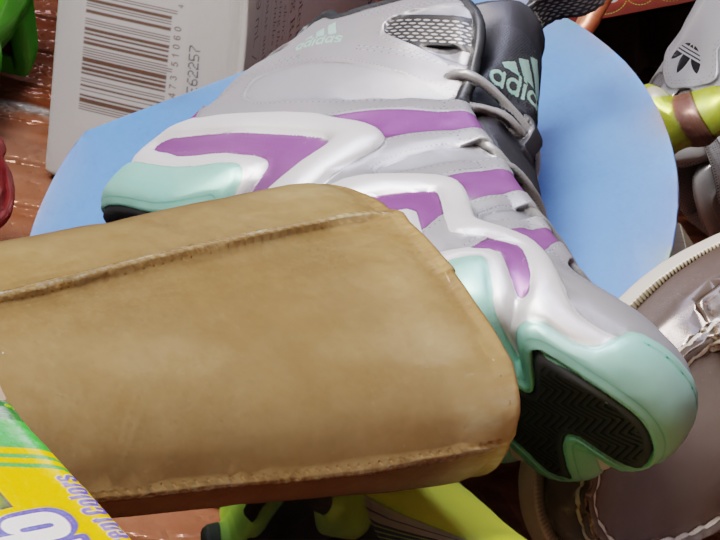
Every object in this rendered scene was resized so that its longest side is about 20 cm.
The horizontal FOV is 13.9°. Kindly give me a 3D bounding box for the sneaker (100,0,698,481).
[{"bbox_3d":[0.036,-0.030,0.820,0.200,0.078,0.140,24,61,35],"label":"sneaker"}]

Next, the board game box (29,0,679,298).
[{"bbox_3d":[0.000,0.000,0.890,0.200,0.039,0.158,-21,49,-1],"label":"board game box"}]

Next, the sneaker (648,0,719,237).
[{"bbox_3d":[0.175,-0.045,1.054,0.200,0.115,0.075,34,7,-36],"label":"sneaker"}]

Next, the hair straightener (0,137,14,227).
[{"bbox_3d":[-0.209,-0.010,0.917,0.200,0.041,0.077,-19,14,-36],"label":"hair straightener"}]

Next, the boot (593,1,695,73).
[{"bbox_3d":[0.187,-0.115,1.225,0.186,0.064,0.200,17,23,23],"label":"boot"}]

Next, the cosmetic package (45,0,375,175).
[{"bbox_3d":[-0.047,-0.105,1.084,0.074,0.102,0.200,14,26,12],"label":"cosmetic package"}]

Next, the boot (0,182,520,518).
[{"bbox_3d":[-0.088,0.004,0.707,0.200,0.066,0.175,-11,51,-34],"label":"boot"}]

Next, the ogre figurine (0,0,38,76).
[{"bbox_3d":[-0.173,-0.119,1.075,0.120,0.098,0.200,15,30,1],"label":"ogre figurine"}]

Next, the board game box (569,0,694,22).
[{"bbox_3d":[0.086,-0.128,1.164,0.103,0.019,0.200,-12,17,7],"label":"board game box"}]

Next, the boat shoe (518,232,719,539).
[{"bbox_3d":[0.131,0.018,0.823,0.200,0.072,0.059,-34,22,-21],"label":"boat shoe"}]

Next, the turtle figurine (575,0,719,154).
[{"bbox_3d":[0.181,-0.066,0.956,0.200,0.161,0.064,-31,20,3],"label":"turtle figurine"}]

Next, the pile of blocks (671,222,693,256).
[{"bbox_3d":[0.039,-0.004,0.953,0.200,0.082,0.062,37,-8,34],"label":"pile of blocks"}]

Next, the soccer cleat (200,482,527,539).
[{"bbox_3d":[0.022,0.086,0.747,0.084,0.065,0.200,23,11,-32],"label":"soccer cleat"}]

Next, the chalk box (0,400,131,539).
[{"bbox_3d":[-0.137,0.113,0.542,0.200,0.124,0.124,-7,28,-30],"label":"chalk box"}]
